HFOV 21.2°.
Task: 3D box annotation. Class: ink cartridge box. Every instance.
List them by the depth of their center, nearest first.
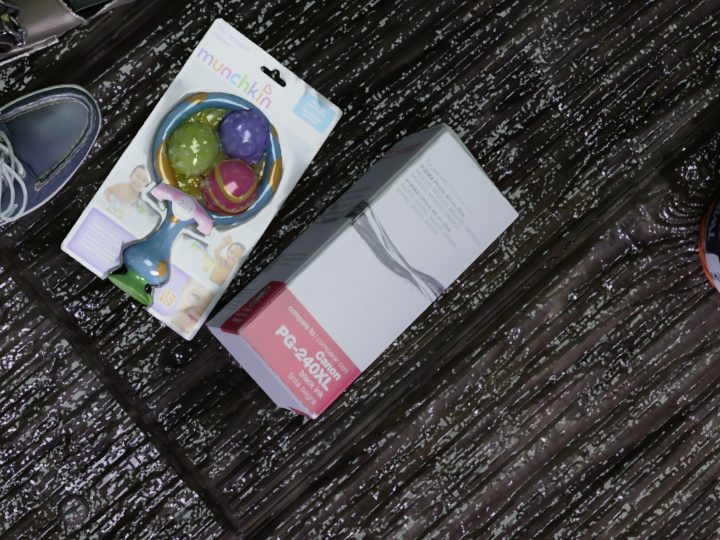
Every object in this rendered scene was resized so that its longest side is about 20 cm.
[{"bbox_3d":[0.000,0.000,1.324,0.200,0.145,0.083,-44,98,-9],"label":"ink cartridge box"}]

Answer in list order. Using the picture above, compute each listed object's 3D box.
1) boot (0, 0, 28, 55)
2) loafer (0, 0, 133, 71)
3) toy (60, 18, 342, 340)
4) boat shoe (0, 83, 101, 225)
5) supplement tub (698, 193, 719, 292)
[{"bbox_3d":[-0.254,-0.220,1.274,0.198,0.069,0.176,-22,70,-2],"label":"boot"},{"bbox_3d":[-0.220,-0.192,1.310,0.199,0.070,0.076,-29,97,-11],"label":"loafer"},{"bbox_3d":[-0.107,-0.065,1.349,0.115,0.047,0.201,36,83,-12],"label":"toy"},{"bbox_3d":[-0.261,-0.062,1.306,0.199,0.062,0.075,-31,95,-12],"label":"boat shoe"},{"bbox_3d":[0.323,-0.020,1.370,0.121,0.200,0.124,0,89,-13],"label":"supplement tub"}]
